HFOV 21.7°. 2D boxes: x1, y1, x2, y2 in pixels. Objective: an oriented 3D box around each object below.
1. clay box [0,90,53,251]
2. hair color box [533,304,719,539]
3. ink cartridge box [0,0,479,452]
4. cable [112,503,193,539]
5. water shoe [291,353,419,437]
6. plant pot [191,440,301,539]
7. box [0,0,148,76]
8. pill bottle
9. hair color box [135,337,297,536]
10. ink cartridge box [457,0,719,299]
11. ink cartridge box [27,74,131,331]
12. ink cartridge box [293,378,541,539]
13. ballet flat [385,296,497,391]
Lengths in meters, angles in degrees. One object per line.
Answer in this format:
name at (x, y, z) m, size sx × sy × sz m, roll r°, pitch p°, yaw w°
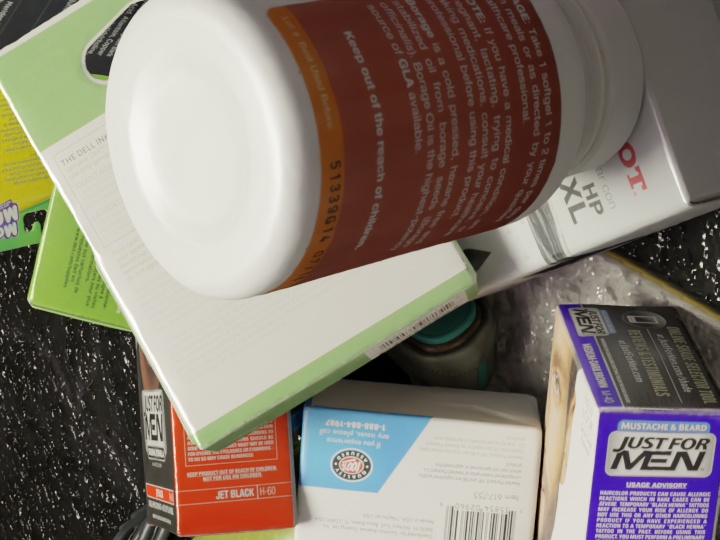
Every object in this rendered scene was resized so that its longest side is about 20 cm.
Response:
clay box at (-0.230, -0.117, 1.196) m, size 0.047 × 0.114 × 0.202 m, roll 4°, pitch 105°, yaw 50°
hair color box at (0.116, 0.128, 0.856) m, size 0.109 × 0.064 × 0.202 m, roll -100°, pitch 13°, yaw -68°
ink cartridge box at (-0.057, -0.041, 0.843) m, size 0.201 × 0.145 × 0.048 m, roll 60°, pitch -178°, yaw 8°
cable at (-0.107, 0.129, 1.100) m, size 0.051 × 0.163 × 0.200 m, roll 38°, pitch 128°, yaw 3°
water shoe at (-0.034, 0.047, 1.009) m, size 0.072 × 0.079 × 0.200 m, roll -53°, pitch 46°, yaw 9°
plant pot at (-0.042, 0.202, 1.040) m, size 0.187 × 0.186 × 0.201 m, roll 41°, pitch 117°, yaw 35°
box at (-0.120, -0.206, 0.922) m, size 0.117 × 0.198 × 0.198 m, roll -44°, pitch 48°, yaw 48°
pill bottle at (0.013, -0.062, 0.713) m, size 0.112 × 0.199 × 0.113 m, roll 18°, pitch 115°, yaw 45°
hair color box at (-0.076, 0.025, 0.921) m, size 0.101 × 0.061 × 0.202 m, roll 163°, pitch 104°, yaw -74°
ink cartridge box at (0.082, -0.076, 0.850) m, size 0.199 × 0.083 × 0.146 m, roll -23°, pitch 84°, yaw 51°
ink cartridge box at (-0.126, -0.058, 1.079) m, size 0.200 × 0.075 × 0.149 m, roll -95°, pitch 19°, yaw -82°
ink cartridge box at (0.022, 0.161, 0.924) m, size 0.068 × 0.115 × 0.202 m, roll -78°, pitch -7°, yaw -80°
ballet flat at (0.000, 0.000, 0.999) m, size 0.200 × 0.067 × 0.064 m, roll 44°, pitch 163°, yaw 36°
